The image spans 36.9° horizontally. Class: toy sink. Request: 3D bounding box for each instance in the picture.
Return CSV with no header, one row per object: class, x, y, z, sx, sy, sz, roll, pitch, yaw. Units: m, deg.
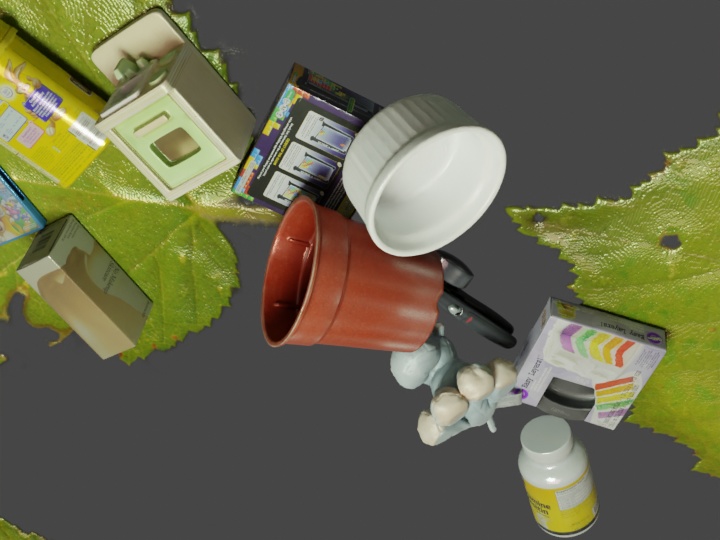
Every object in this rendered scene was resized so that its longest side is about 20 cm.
toy sink,-0.253,-0.209,1.387,0.130,0.112,0.200,-24,122,27

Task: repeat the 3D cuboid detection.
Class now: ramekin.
ramekin,0.075,-0.124,1.354,0.200,0.098,0.201,-23,143,-19

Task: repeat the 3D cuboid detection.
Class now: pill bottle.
pill bottle,0.318,0.330,1.743,0.112,0.112,0.200,-8,128,17

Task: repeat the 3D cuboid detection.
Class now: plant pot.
plant pot,-0.007,0.020,1.432,0.195,0.201,0.201,13,133,-22

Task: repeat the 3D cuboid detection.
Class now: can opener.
can opener,0.155,0.054,1.569,0.200,0.063,0.079,40,125,-22

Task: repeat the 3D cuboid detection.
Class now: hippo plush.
hippo plush,0.138,0.146,1.598,0.200,0.161,0.159,-5,139,-47

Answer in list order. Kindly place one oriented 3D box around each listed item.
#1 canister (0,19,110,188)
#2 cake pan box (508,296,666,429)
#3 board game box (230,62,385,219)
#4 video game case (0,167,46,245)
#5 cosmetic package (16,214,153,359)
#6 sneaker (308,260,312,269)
canister,-0.436,-0.216,1.435,0.200,0.087,0.148,37,127,-22
cake pan box,0.334,0.144,1.622,0.184,0.052,0.200,19,132,-3
board game box,-0.058,-0.154,1.435,0.165,0.057,0.200,25,130,-13
video game case,-0.579,-0.118,1.589,0.143,0.018,0.200,-18,125,25
cosmetic package,-0.412,0.026,1.627,0.071,0.105,0.200,-21,125,26
sneaker,0.000,0.000,1.559,0.096,0.079,0.200,-42,118,17
